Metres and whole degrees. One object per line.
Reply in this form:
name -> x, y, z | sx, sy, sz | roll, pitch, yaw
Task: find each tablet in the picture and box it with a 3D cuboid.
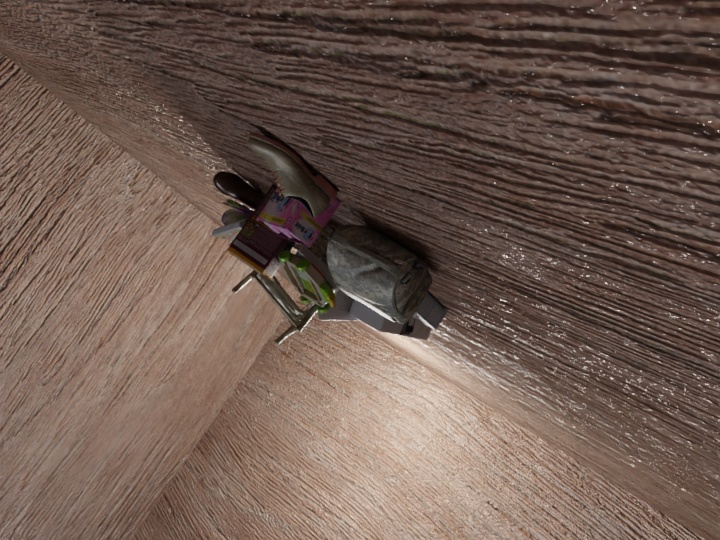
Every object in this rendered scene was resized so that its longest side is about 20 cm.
tablet -> -0.046, 0.073, 1.707 | 0.014, 0.131, 0.199 | -10, 170, 43

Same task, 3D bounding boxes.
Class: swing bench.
swing bench -> -0.202, 0.053, 1.677 | 0.199, 0.200, 0.130 | 50, 137, -8

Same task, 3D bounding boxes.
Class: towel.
towel -> -0.263, -0.145, 1.683 | 0.199, 0.023, 0.144 | 24, -178, 12

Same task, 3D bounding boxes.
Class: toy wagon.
toy wagon -> -0.117, 0.033, 1.465 | 0.199, 0.040, 0.156 | 25, 149, 43

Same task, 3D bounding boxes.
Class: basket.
basket -> -0.085, -0.010, 1.552 | 0.136, 0.123, 0.200 | 45, 158, 4

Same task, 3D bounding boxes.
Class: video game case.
video game case -> -0.292, -0.095, 1.709 | 0.181, 0.023, 0.200 | 14, 169, -33

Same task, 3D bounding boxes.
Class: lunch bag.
lunch bag -> 0.036, -0.002, 1.244 | 0.199, 0.140, 0.168 | 30, 171, 27

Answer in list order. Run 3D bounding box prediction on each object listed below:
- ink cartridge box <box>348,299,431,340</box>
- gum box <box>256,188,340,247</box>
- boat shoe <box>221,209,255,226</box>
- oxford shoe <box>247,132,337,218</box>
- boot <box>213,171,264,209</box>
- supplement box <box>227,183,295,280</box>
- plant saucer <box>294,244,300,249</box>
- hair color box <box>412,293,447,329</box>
ink cartridge box -> 0.089, 0.121, 1.713 | 0.199, 0.085, 0.144 | 16, -174, -43
gum box -> -0.139, -0.127, 1.312 | 0.066, 0.114, 0.200 | 39, 171, -30
boat shoe -> -0.298, -0.136, 1.789 | 0.201, 0.075, 0.086 | 0, -147, -46
oxford shoe -> -0.138, -0.178, 1.153 | 0.200, 0.075, 0.070 | 37, 172, -14
boot -> -0.284, -0.196, 1.665 | 0.186, 0.065, 0.200 | 25, -176, -42
supplement box -> -0.217, -0.093, 1.509 | 0.110, 0.201, 0.086 | 33, 172, 12
plant saucer -> -0.234, -0.114, 2.051 | 0.200, 0.032, 0.200 | 35, 171, 6
hair color box -> 0.123, 0.064, 1.547 | 0.099, 0.061, 0.200 | 25, 167, 49
